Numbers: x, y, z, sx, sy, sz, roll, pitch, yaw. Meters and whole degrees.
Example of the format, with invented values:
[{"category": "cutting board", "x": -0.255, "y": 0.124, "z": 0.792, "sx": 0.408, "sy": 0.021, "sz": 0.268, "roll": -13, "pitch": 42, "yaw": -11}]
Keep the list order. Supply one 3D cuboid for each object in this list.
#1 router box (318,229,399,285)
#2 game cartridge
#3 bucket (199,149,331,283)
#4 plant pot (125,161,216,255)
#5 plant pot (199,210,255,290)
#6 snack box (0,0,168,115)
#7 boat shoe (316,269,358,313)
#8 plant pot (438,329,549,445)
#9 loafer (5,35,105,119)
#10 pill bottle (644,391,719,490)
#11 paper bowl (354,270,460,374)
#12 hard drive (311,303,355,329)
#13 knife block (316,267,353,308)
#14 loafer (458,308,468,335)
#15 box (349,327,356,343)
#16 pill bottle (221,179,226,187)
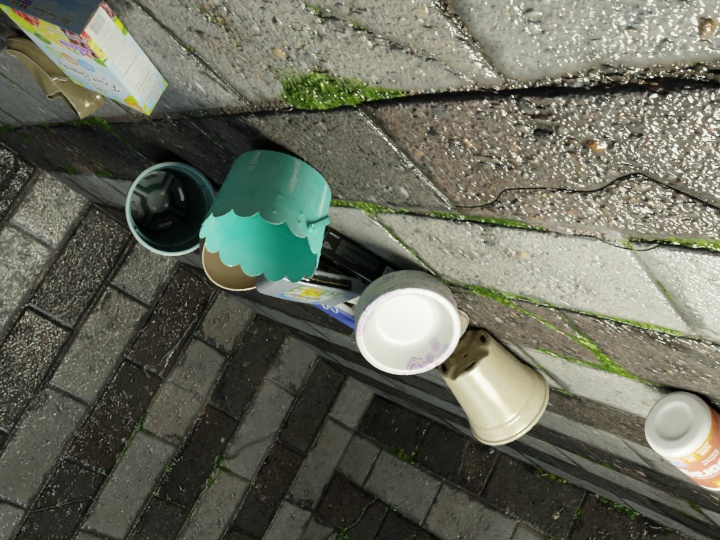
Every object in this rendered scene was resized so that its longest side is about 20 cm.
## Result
[{"category": "router box", "x": 0.000, "y": 0.000, "z": 1.481, "sx": 0.198, "sy": 0.053, "sz": 0.157, "roll": 31, "pitch": 168, "yaw": -4}, {"category": "game cartridge", "x": -0.101, "y": 0.033, "z": 1.423, "sx": 0.198, "sy": 0.041, "sz": 0.133, "roll": 12, "pitch": 164, "yaw": -30}, {"category": "bucket", "x": -0.146, "y": -0.087, "z": 1.166, "sx": 0.204, "sy": 0.136, "sz": 0.208, "roll": 13, "pitch": 152, "yaw": 7}, {"category": "plant pot", "x": -0.446, "y": -0.150, "z": 1.631, "sx": 0.199, "sy": 0.202, "sz": 0.196, "roll": 36, "pitch": 174, "yaw": -28}, {"category": "plant pot", "x": -0.252, "y": -0.079, "z": 1.495, "sx": 0.200, "sy": 0.200, "sz": 0.135, "roll": 42, "pitch": -173, "yaw": -45}, {"category": "snack box", "x": -0.407, "y": -0.334, "z": 1.069, "sx": 0.167, "sy": 0.068, "sz": 0.200, "roll": 25, "pitch": 168, "yaw": 20}, {"category": "boat shoe", "x": -0.057, "y": 0.053, "z": 1.594, "sx": 0.074, "sy": 0.087, "sz": 0.201, "roll": 38, "pitch": -166, "yaw": 26}, {"category": "plant pot", "x": 0.268, "y": 0.232, "z": 1.524, "sx": 0.184, "sy": 0.201, "sz": 0.200, "roll": 48, "pitch": 161, "yaw": -24}, {"category": "loafer", "x": -0.583, "y": -0.363, "z": 1.354, "sx": 0.199, "sy": 0.068, "sz": 0.076, "roll": 35, "pitch": 166, "yaw": -22}, {"category": "pill bottle", "x": 0.574, "y": 0.294, "z": 1.190, "sx": 0.199, "sy": 0.113, "sz": 0.112, "roll": 35, "pitch": 166, "yaw": -25}, {"category": "paper bowl", "x": 0.087, "y": 0.090, "z": 1.364, "sx": 0.199, "sy": 0.201, "sz": 0.105, "roll": 34, "pitch": -156, "yaw": -20}, {"category": "hard drive", "x": -0.057, "y": 0.096, "z": 1.753, "sx": 0.198, "sy": 0.026, "sz": 0.132, "roll": 31, "pitch": 167, "yaw": -7}, {"category": "knife block", "x": -0.067, "y": 0.019, "z": 1.682, "sx": 0.199, "sy": 0.065, "sz": 0.175, "roll": 34, "pitch": 168, "yaw": -16}, {"category": "loafer", "x": 0.158, "y": 0.151, "z": 1.508, "sx": 0.071, "sy": 0.063, "sz": 0.200, "roll": 35, "pitch": 139, "yaw": -8}, {"category": "box", "x": 0.059, "y": 0.112, "z": 1.588, "sx": 0.037, "sy": 0.138, "sz": 0.199, "roll": 32, "pitch": 167, "yaw": -22}, {"category": "pill bottle", "x": -0.178, "y": -0.097, "z": 1.351, "sx": 0.110, "sy": 0.112, "sz": 0.201, "roll": 20, "pitch": 155, "yaw": 37}]
